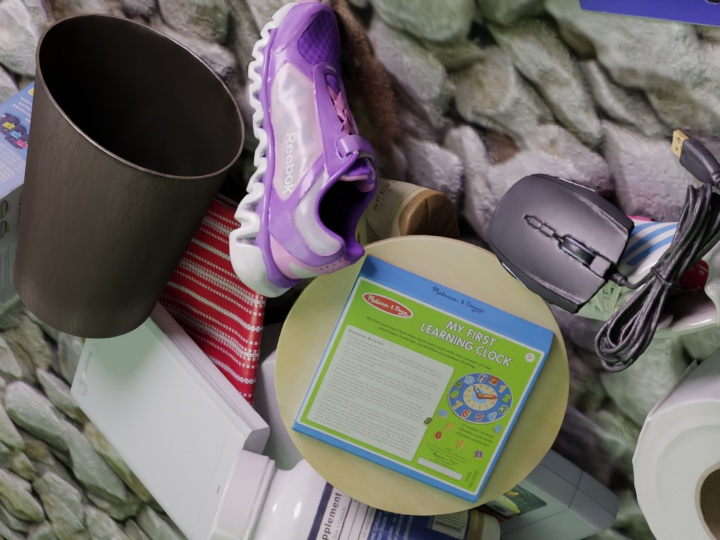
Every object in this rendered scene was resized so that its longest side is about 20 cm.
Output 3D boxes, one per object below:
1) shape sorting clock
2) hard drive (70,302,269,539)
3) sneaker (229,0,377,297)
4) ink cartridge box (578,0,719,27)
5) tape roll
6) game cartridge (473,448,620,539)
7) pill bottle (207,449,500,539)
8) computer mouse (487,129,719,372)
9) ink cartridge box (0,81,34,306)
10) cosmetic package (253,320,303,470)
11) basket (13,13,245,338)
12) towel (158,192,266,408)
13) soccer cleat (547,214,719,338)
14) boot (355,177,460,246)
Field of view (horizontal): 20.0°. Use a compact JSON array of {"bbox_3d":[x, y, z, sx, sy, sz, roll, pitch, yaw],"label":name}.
[{"bbox_3d":[0.041,0.072,1.377,0.199,0.039,0.201,2,112,5],"label":"shape sorting clock"},{"bbox_3d":[-0.152,0.110,1.593,0.200,0.026,0.132,45,129,33],"label":"hard drive"},{"bbox_3d":[-0.026,-0.082,1.348,0.088,0.201,0.080,-3,165,34],"label":"sneaker"},{"bbox_3d":[0.174,-0.211,1.116,0.198,0.043,0.201,12,133,39],"label":"ink cartridge box"},{"bbox_3d":[0.277,0.144,1.317,0.202,0.071,0.203,27,140,25],"label":"tape roll"},{"bbox_3d":[0.081,0.141,1.474,0.200,0.041,0.133,29,152,-10],"label":"game cartridge"},{"bbox_3d":[-0.008,0.201,1.481,0.199,0.111,0.111,19,141,-1],"label":"pill bottle"},{"bbox_3d":[0.145,-0.038,1.259,0.046,0.141,0.200,31,-170,-31],"label":"computer mouse"},{"bbox_3d":[-0.289,-0.046,1.602,0.076,0.200,0.137,33,141,18],"label":"ink cartridge box"},{"bbox_3d":[-0.072,0.103,1.631,0.200,0.071,0.102,-16,111,50],"label":"cosmetic package"},{"bbox_3d":[-0.185,-0.058,1.511,0.180,0.136,0.200,48,137,25],"label":"basket"},{"bbox_3d":[-0.126,0.034,1.583,0.144,0.022,0.201,27,118,43],"label":"towel"},{"bbox_3d":[0.170,0.006,1.283,0.200,0.086,0.070,-7,118,48],"label":"soccer cleat"},{"bbox_3d":[0.000,0.000,1.464,0.155,0.073,0.200,26,145,32],"label":"boot"}]
